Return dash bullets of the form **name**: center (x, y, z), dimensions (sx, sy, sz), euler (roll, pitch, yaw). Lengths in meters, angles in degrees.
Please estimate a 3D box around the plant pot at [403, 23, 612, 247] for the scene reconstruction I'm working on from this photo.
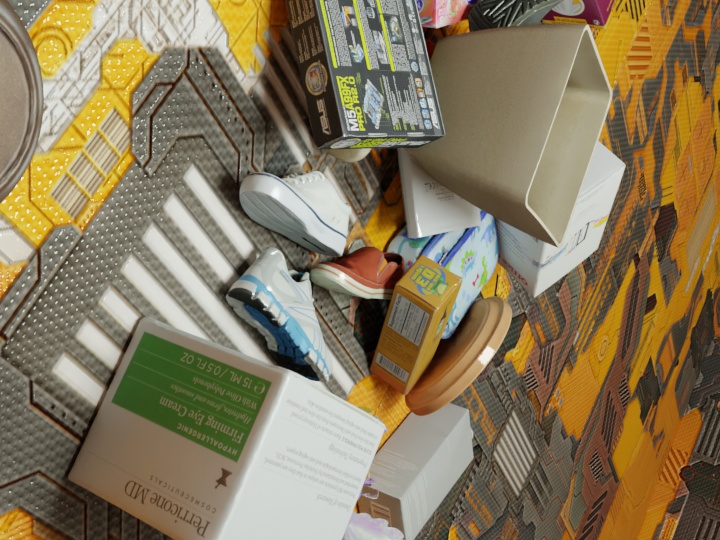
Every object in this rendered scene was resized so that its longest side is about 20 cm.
- **plant pot**: center (0.164, -0.165, 1.089), dimensions (0.200, 0.175, 0.202), euler (29, 81, -63)

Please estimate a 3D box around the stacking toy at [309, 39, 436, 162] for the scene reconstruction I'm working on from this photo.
- **stacking toy**: center (0.032, -0.204, 1.081), dimensions (0.200, 0.085, 0.086), euler (-41, 135, -38)

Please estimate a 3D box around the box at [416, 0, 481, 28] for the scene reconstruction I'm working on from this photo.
- **box**: center (0.105, -0.358, 1.127), dimensions (0.199, 0.094, 0.104), euler (-31, 128, -47)

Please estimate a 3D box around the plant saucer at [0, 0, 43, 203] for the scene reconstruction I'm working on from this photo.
- **plant saucer**: center (-0.301, -0.118, 0.666), dimensions (0.199, 0.032, 0.203), euler (-29, 127, -48)

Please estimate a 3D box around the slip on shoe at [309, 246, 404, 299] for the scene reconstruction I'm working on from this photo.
- **slip on shoe**: center (0.000, 0.000, 1.138), dimensions (0.199, 0.073, 0.062), euler (5, 99, -63)

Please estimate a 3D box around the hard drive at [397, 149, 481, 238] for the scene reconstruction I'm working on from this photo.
- **hard drive**: center (0.097, -0.150, 1.200), dimensions (0.131, 0.026, 0.203), euler (-12, 96, -45)

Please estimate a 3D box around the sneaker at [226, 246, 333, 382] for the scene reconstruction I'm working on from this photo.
- **sneaker**: center (-0.071, 0.050, 1.054), dimensions (0.087, 0.074, 0.201), euler (-63, 146, -28)

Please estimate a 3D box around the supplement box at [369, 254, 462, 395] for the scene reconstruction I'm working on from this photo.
- **supplement box**: center (0.069, 0.073, 1.212), dimensions (0.067, 0.068, 0.201), euler (-46, 163, -36)

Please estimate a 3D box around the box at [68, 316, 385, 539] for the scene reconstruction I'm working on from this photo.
- **box**: center (-0.123, 0.174, 0.904), dimensions (0.200, 0.197, 0.173), euler (38, 72, -54)

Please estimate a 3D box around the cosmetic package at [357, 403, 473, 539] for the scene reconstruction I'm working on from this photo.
- **cosmetic package**: center (0.083, 0.288, 1.375), dimensions (0.200, 0.089, 0.108), euler (-44, 137, -43)

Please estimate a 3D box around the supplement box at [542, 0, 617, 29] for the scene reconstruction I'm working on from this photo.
- **supplement box**: center (0.302, -0.450, 1.377), dimensions (0.200, 0.109, 0.087), euler (42, 69, -54)

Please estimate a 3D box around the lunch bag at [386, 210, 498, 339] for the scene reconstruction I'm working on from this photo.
- **lunch bag**: center (0.117, -0.019, 1.303), dimensions (0.200, 0.082, 0.162), euler (-47, 136, -38)

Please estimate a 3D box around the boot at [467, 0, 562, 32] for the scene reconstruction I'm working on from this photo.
- **boot**: center (0.204, -0.300, 1.168), dimensions (0.180, 0.073, 0.200), euler (-31, 162, 4)

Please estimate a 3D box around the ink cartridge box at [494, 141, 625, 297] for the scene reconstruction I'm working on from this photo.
- **ink cartridge box**: center (0.262, -0.097, 1.353), dimensions (0.144, 0.147, 0.201), euler (-33, 152, -19)

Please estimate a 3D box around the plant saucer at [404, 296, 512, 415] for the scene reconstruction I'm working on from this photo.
- **plant saucer**: center (0.129, 0.113, 1.306), dimensions (0.032, 0.200, 0.201), euler (41, 61, -9)

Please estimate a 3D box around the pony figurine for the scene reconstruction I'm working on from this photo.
- **pony figurine**: center (-0.032, 0.271, 1.156), dimensions (0.190, 0.166, 0.203), euler (6, 103, -25)

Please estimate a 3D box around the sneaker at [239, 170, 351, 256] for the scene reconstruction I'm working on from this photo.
- **sneaker**: center (-0.068, -0.076, 1.015), dimensions (0.200, 0.072, 0.072), euler (37, 62, -65)

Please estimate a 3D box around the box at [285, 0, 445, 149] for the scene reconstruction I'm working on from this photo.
- **box**: center (0.003, -0.229, 0.978), dimensions (0.159, 0.044, 0.203), euler (-9, 85, -45)
